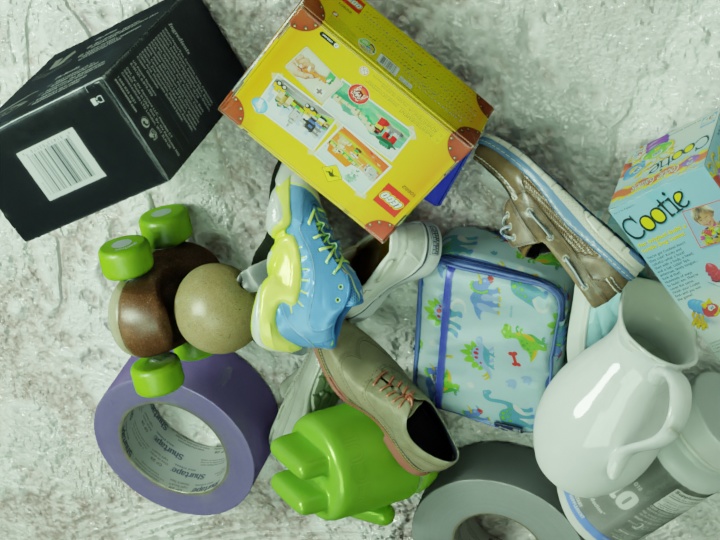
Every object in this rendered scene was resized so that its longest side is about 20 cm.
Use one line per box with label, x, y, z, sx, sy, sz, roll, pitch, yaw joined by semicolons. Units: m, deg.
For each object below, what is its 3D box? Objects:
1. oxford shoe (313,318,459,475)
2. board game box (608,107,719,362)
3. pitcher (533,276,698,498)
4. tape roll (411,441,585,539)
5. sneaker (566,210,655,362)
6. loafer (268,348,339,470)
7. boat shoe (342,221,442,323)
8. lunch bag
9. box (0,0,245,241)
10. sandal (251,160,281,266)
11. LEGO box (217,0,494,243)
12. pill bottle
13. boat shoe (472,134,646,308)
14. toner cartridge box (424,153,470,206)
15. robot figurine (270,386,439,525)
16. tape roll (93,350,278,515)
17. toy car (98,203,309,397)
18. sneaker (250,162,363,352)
oxford shoe;0.032;0.121;1.607;0.200;0.070;0.075;48;154;-12
board game box;0.329;-0.026;1.435;0.105;0.103;0.200;-26;112;36
pitcher;0.241;0.133;1.471;0.120;0.172;0.201;17;126;-13
tape roll;0.160;0.286;1.762;0.199;0.066;0.201;11;128;14
sneaker;0.248;0.040;1.538;0.081;0.074;0.201;13;129;17
loafer;-0.059;0.134;1.739;0.070;0.070;0.201;39;124;31
boat shoe;0.000;0.000;1.583;0.069;0.071;0.200;7;160;-30
lunch bag;0.131;0.062;1.600;0.160;0.083;0.201;17;128;16
box;-0.240;-0.150;1.519;0.196;0.200;0.118;-19;115;33
sandal;-0.062;-0.027;1.625;0.080;0.057;0.202;40;127;39
LEGO box;-0.004;-0.146;1.447;0.200;0.077;0.149;39;129;-8
pill bottle;0.301;0.191;1.601;0.114;0.114;0.200;40;129;-9
boat shoe;0.166;-0.046;1.461;0.072;0.072;0.200;-49;64;7
toner cartridge box;0.013;-0.151;1.515;0.199;0.043;0.095;30;129;0
robot figurine;0.004;0.195;1.690;0.116;0.199;0.177;31;128;52
tape roll;-0.198;0.178;1.820;0.199;0.085;0.201;11;127;15
toy car;-0.144;0.031;1.634;0.199;0.158;0.165;0;115;27
sneaker;-0.040;-0.016;1.530;0.104;0.076;0.202;11;100;8
